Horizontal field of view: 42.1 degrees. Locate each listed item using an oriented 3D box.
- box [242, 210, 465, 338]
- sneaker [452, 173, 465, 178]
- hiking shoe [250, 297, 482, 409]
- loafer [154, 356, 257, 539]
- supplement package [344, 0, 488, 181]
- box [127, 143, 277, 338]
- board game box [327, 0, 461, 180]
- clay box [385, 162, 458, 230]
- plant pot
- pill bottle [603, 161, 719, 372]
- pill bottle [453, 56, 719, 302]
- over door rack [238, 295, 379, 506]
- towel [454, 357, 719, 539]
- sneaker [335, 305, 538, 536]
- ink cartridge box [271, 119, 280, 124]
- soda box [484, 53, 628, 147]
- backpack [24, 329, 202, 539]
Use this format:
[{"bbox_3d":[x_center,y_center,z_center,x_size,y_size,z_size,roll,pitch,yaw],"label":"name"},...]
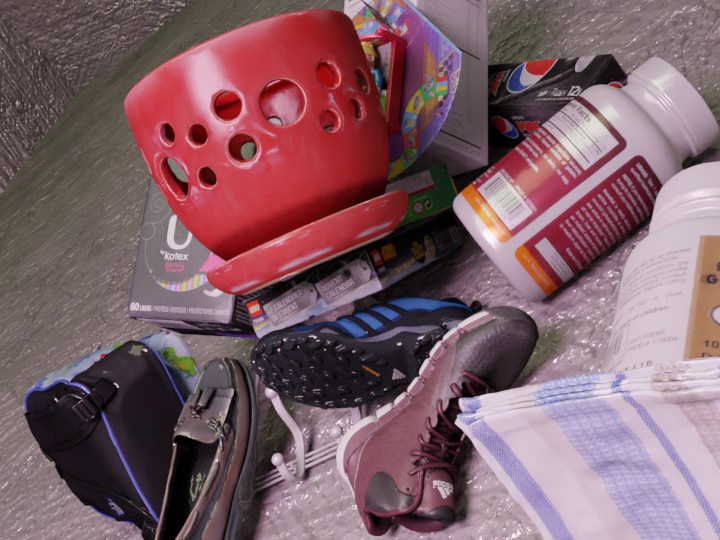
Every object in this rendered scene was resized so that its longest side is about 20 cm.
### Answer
[{"bbox_3d":[0.000,0.000,0.876,0.137,0.040,0.200,-23,2,29],"label":"box"},{"bbox_3d":[0.061,-0.137,1.094,0.116,0.075,0.200,-60,33,28],"label":"sneaker"},{"bbox_3d":[0.008,0.066,0.801,0.199,0.075,0.087,-3,24,3],"label":"hiking shoe"},{"bbox_3d":[-0.137,0.164,0.820,0.072,0.063,0.200,-18,57,34],"label":"loafer"},{"bbox_3d":[0.056,-0.202,0.957,0.109,0.114,0.201,-14,68,45],"label":"supplement package"},{"bbox_3d":[-0.148,-0.037,0.963,0.122,0.106,0.201,2,77,21],"label":"box"},{"bbox_3d":[0.006,-0.178,0.886,0.158,0.039,0.200,-53,45,21],"label":"board game box"},{"bbox_3d":[0.003,-0.052,0.960,0.115,0.048,0.200,-22,2,-24],"label":"clay box"},{"bbox_3d":[-0.066,-0.089,0.768,0.200,0.183,0.200,-24,2,1],"label":"plant pot"},{"bbox_3d":[0.212,0.033,0.564,0.114,0.114,0.200,-19,36,41],"label":"pill bottle"},{"bbox_3d":[0.184,-0.075,0.761,0.200,0.113,0.113,-39,27,9],"label":"pill bottle"},{"bbox_3d":[-0.062,0.111,0.889,0.148,0.067,0.200,-29,30,26],"label":"over door rack"},{"bbox_3d":[0.163,0.107,0.487,0.200,0.147,0.024,-18,28,40],"label":"towel"},{"bbox_3d":[0.069,0.126,0.692,0.200,0.076,0.116,-47,30,18],"label":"sneaker"},{"bbox_3d":[-0.070,-0.160,1.235,0.200,0.116,0.068,1,51,56],"label":"ink cartridge box"},{"bbox_3d":[0.184,-0.166,0.937,0.063,0.071,0.200,-52,27,-12],"label":"soda box"},{"bbox_3d":[-0.230,0.159,0.940,0.147,0.183,0.200,-35,13,-38],"label":"backpack"}]
